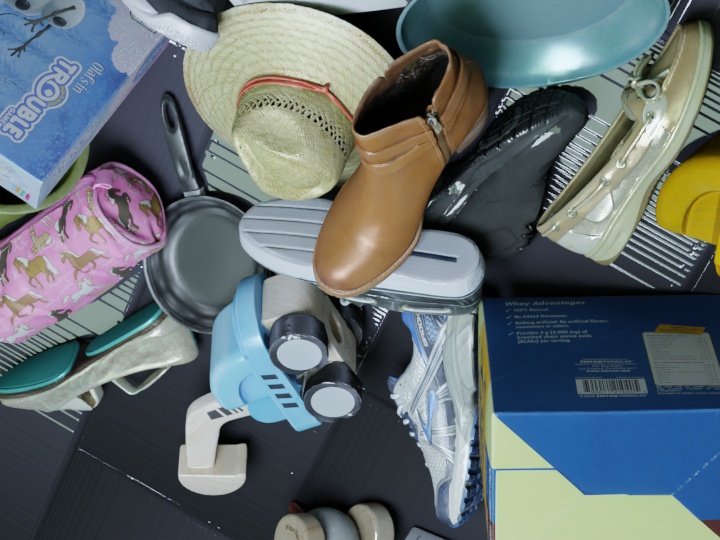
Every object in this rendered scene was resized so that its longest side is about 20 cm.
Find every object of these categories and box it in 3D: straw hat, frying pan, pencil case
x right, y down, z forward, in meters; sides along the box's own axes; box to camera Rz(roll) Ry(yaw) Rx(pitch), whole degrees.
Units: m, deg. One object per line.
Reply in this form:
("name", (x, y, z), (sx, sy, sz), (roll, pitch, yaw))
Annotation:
("straw hat", (-0.051, -0.103, 1.728), (0.199, 0.085, 0.202), (11, 142, 9))
("frying pan", (-0.145, -0.037, 1.864), (0.115, 0.031, 0.191), (-33, 89, 23))
("pencil case", (-0.246, -0.014, 1.871), (0.199, 0.086, 0.083), (-31, 67, 35))

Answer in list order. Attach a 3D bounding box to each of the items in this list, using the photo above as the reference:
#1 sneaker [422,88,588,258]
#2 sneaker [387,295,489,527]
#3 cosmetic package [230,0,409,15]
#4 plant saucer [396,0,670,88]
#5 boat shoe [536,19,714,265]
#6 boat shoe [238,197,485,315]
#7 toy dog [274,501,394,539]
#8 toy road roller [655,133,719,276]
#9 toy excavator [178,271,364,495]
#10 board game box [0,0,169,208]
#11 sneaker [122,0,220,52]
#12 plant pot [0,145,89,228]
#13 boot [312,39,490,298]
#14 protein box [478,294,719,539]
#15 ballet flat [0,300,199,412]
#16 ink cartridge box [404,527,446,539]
("sneaker", (0.115, -0.064, 1.747), (0.091, 0.076, 0.200), (42, 129, -9))
("sneaker", (0.067, 0.109, 1.842), (0.085, 0.077, 0.202), (9, 109, 26))
("cosmetic package", (-0.010, -0.248, 1.667), (0.199, 0.113, 0.082), (-7, 67, 22))
("plant saucer", (0.124, -0.192, 1.642), (0.199, 0.200, 0.036), (-12, 67, 24))
("boat shoe", (0.200, -0.100, 1.683), (0.063, 0.073, 0.202), (22, 117, -8))
("boat shoe", (0.000, 0.000, 1.752), (0.199, 0.072, 0.071), (14, 143, 17))
("toy dog", (-0.047, 0.278, 1.933), (0.131, 0.096, 0.201), (25, 92, -36))
("toy road roller", (0.298, -0.077, 1.644), (0.145, 0.123, 0.201), (18, 119, 24))
("toy excavator", (-0.089, 0.092, 1.851), (0.199, 0.100, 0.195), (-16, 134, 18))
("board game box", (-0.277, -0.176, 1.755), (0.198, 0.200, 0.043), (33, 146, 2))
("sneaker", (-0.144, -0.264, 1.704), (0.114, 0.075, 0.201), (-47, 58, 22))
("plant pot", (-0.352, -0.083, 1.845), (0.200, 0.200, 0.190), (44, 132, -4))
("boot", (0.021, -0.074, 1.642), (0.077, 0.155, 0.200), (43, 92, 15))
("protein box", (0.189, 0.119, 1.695), (0.197, 0.200, 0.136), (-1, 113, 1))
("ballet flat", (-0.225, 0.089, 1.933), (0.199, 0.068, 0.063), (-23, 114, 27))
("ink cartridge box", (0.105, 0.328, 1.910), (0.199, 0.086, 0.147), (21, 119, 8))
